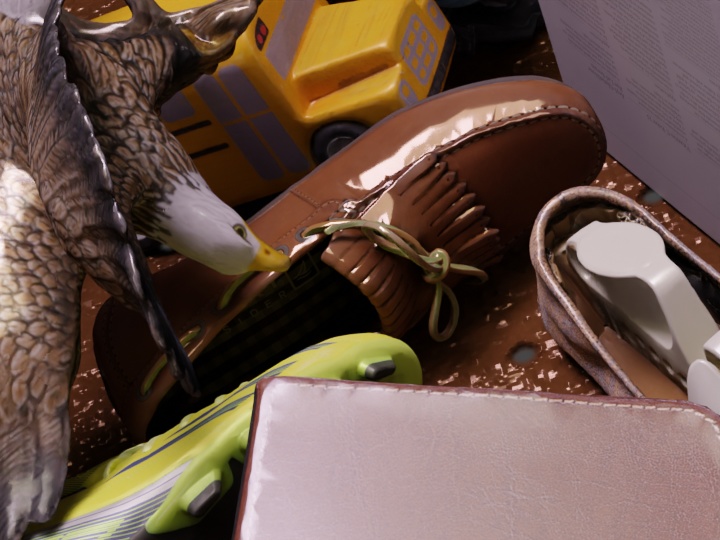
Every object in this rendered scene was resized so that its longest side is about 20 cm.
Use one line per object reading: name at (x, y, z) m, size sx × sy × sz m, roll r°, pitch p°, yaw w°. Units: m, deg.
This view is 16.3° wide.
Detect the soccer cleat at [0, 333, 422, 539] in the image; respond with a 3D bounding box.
soccer cleat at (-0.068, 0.077, 0.843) m, size 0.200 × 0.065 × 0.084 m, roll -37°, pitch 39°, yaw -18°

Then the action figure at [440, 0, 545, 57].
action figure at (0.092, -0.186, 1.043) m, size 0.192 × 0.105 × 0.201 m, roll 1°, pitch 46°, yaw 10°

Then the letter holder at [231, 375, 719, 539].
letter holder at (0.034, 0.140, 0.673) m, size 0.141 × 0.101 × 0.201 m, roll 1°, pitch 54°, yaw 9°

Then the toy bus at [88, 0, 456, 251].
toy bus at (-0.064, -0.065, 0.975) m, size 0.199 × 0.078 × 0.065 m, roll -17°, pitch 36°, yaw 32°

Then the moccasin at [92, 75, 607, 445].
moccasin at (-0.001, -0.001, 0.891) m, size 0.201 × 0.074 × 0.078 m, roll -26°, pitch 39°, yaw -4°

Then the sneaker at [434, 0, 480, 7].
sneaker at (-0.035, -0.158, 0.988) m, size 0.199 × 0.095 × 0.080 m, roll 9°, pitch 86°, yaw 35°

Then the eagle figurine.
eagle figurine at (-0.094, -0.023, 0.829) m, size 0.150 × 0.152 × 0.200 m, roll 4°, pitch 37°, yaw 20°

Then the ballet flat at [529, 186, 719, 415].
ballet flat at (0.113, 0.033, 0.809) m, size 0.068 × 0.067 × 0.200 m, roll -33°, pitch 41°, yaw -14°

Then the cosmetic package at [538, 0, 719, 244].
cosmetic package at (0.127, -0.074, 0.859) m, size 0.052 × 0.151 × 0.200 m, roll -30°, pitch 40°, yaw -13°
